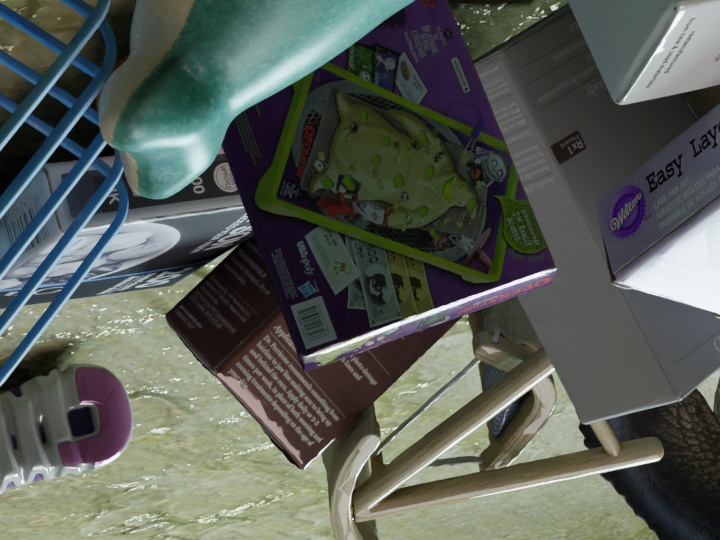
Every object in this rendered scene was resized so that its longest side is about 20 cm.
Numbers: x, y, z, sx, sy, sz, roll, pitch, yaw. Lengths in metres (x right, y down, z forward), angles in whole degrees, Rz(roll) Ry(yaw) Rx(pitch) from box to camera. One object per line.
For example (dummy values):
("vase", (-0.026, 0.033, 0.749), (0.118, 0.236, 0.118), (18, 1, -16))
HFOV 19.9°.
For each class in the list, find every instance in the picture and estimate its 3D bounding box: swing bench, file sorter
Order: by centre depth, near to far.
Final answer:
("file sorter", (-0.171, -0.054, 0.806), (0.139, 0.122, 0.200), (-55, 170, -21))
("swing bench", (0.052, 0.047, 1.228), (0.199, 0.200, 0.130), (-25, 130, 12))

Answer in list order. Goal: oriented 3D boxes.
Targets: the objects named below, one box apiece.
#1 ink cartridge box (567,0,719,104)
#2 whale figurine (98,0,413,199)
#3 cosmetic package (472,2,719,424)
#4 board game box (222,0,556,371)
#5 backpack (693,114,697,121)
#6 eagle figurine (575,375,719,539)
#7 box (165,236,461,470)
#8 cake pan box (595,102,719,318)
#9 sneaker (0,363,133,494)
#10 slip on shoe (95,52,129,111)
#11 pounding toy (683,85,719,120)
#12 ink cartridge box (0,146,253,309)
("ink cartridge box", (0.184, -0.171, 0.913), (0.198, 0.146, 0.084), (-13, 158, -21))
("whale figurine", (-0.025, -0.115, 0.785), (0.201, 0.103, 0.159), (-62, 168, -15))
("cosmetic package", (0.127, -0.033, 1.066), (0.107, 0.201, 0.090), (-34, -175, -35))
("board game box", (-0.004, -0.067, 0.909), (0.119, 0.202, 0.032), (-20, 162, -2))
("backpack", (0.258, -0.025, 1.228), (0.167, 0.200, 0.163), (-17, 150, -43))
("eagle figurine", (0.239, 0.122, 1.271), (0.151, 0.200, 0.152), (-41, 140, -15))
("box", (0.000, 0.000, 1.134), (0.200, 0.075, 0.100), (-42, 130, -4))
("cake pan box", (0.241, -0.037, 0.954), (0.199, 0.053, 0.184), (15, 142, -35))
("sneaker", (-0.250, 0.114, 1.332), (0.198, 0.081, 0.088), (-10, 177, -20))
("slip on shoe", (-0.041, -0.101, 1.004), (0.199, 0.075, 0.061), (-19, -163, -27))
("pounding toy", (0.241, -0.144, 1.106), (0.183, 0.143, 0.201), (-9, 147, -33))
("ink cartridge box", (-0.106, -0.026, 1.086), (0.198, 0.044, 0.198), (-11, 172, -30))
